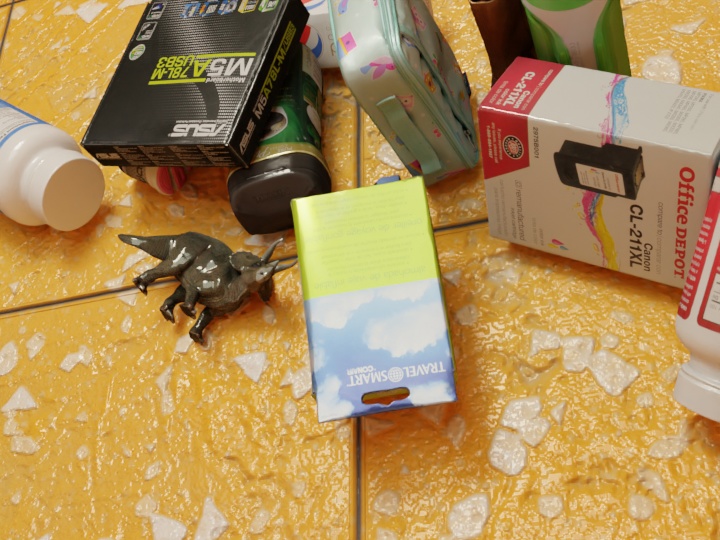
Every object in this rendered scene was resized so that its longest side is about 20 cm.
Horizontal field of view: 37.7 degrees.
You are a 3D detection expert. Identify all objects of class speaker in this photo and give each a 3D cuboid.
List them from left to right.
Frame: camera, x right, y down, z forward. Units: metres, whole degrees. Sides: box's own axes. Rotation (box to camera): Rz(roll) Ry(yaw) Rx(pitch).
[{"bbox_3d":[0.196,-0.199,0.937,0.087,0.200,0.089,-10,55,15],"label":"speaker"}]

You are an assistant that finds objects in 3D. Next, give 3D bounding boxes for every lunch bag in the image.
[{"bbox_3d":[0.046,-0.180,0.989,0.076,0.200,0.162,-24,52,18],"label":"lunch bag"}]

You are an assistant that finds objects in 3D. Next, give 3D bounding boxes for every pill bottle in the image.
[{"bbox_3d":[-0.375,-0.116,1.164,0.199,0.113,0.113,27,71,32],"label":"pill bottle"},{"bbox_3d":[0.297,0.010,0.773,0.111,0.112,0.202,19,102,30],"label":"pill bottle"}]

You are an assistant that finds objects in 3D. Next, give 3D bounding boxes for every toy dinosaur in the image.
[{"bbox_3d":[-0.156,0.004,1.037,0.199,0.077,0.102,23,57,37],"label":"toy dinosaur"}]

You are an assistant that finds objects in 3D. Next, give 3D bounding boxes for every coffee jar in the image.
[{"bbox_3d":[-0.085,-0.134,1.077,0.103,0.086,0.202,-15,54,13],"label":"coffee jar"}]

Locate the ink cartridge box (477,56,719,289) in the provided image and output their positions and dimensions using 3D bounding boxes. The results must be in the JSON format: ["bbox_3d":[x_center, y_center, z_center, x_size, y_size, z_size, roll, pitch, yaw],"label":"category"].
[{"bbox_3d":[0.208,-0.082,0.882,0.198,0.147,0.083,17,49,30],"label":"ink cartridge box"}]

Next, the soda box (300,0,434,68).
[{"bbox_3d":[-0.023,-0.261,1.137,0.198,0.064,0.068,0,36,22],"label":"soda box"}]

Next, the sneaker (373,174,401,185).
[{"bbox_3d":[0.000,0.000,0.967,0.077,0.070,0.202,0,60,13],"label":"sneaker"}]

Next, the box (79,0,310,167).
[{"bbox_3d":[-0.169,-0.196,1.077,0.198,0.048,0.195,5,61,32],"label":"box"}]

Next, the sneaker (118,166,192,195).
[{"bbox_3d":[-0.211,-0.180,1.163,0.086,0.074,0.202,11,68,20],"label":"sneaker"}]

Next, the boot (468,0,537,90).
[{"bbox_3d":[0.144,-0.256,0.994,0.068,0.200,0.190,10,63,26],"label":"boot"}]

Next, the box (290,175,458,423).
[{"bbox_3d":[0.012,0.027,0.892,0.120,0.048,0.202,-10,68,5],"label":"box"}]
